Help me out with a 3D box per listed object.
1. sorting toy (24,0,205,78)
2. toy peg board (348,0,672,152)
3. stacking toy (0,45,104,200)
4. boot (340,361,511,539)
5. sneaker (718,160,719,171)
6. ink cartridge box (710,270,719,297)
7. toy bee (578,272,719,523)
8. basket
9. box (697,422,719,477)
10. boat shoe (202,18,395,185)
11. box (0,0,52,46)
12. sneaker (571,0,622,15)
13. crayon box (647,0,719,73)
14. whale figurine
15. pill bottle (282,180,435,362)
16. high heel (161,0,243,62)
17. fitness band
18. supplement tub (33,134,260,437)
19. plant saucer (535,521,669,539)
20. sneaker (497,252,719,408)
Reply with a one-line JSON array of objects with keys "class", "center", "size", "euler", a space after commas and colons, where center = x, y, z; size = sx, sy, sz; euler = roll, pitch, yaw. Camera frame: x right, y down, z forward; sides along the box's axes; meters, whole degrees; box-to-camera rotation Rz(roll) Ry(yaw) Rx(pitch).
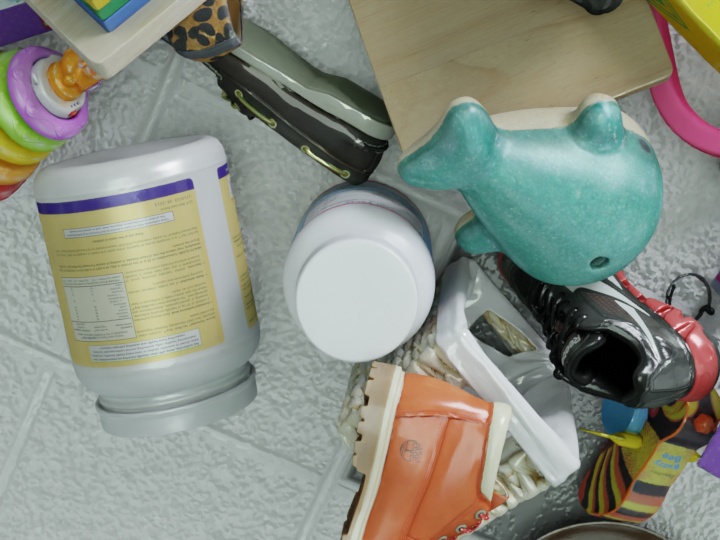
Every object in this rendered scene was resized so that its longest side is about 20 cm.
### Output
[{"class": "sorting toy", "center": [-0.163, -0.264, 0.888], "size": [0.200, 0.070, 0.199], "euler": [-41, 63, -10]}, {"class": "toy peg board", "center": [0.099, -0.193, 0.975], "size": [0.199, 0.098, 0.201], "euler": [-20, 85, 4]}, {"class": "stacking toy", "center": [-0.238, -0.123, 0.941], "size": [0.199, 0.116, 0.110], "euler": [-20, 100, 32]}, {"class": "boot", "center": [0.040, 0.166, 0.865], "size": [0.106, 0.075, 0.202], "euler": [11, 109, 2]}, {"class": "sneaker", "center": [0.323, -0.162, 0.985], "size": [0.200, 0.076, 0.115], "euler": [-44, 86, 6]}, {"class": "ink cartridge box", "center": [0.338, -0.052, 0.972], "size": [0.042, 0.119, 0.200], "euler": [37, 101, 3]}, {"class": "toy bee", "center": [0.231, 0.118, 1.008], "size": [0.130, 0.109, 0.202], "euler": [-6, 112, -14]}, {"class": "basket", "center": [0.072, 0.095, 0.974], "size": [0.123, 0.200, 0.136], "euler": [-39, 98, 15]}, {"class": "box", "center": [0.324, 0.097, 0.963], "size": [0.039, 0.200, 0.138], "euler": [29, 97, 33]}, {"class": "boat shoe", "center": [-0.068, -0.137, 0.986], "size": [0.200, 0.072, 0.061], "euler": [32, 116, 7]}, {"class": "box", "center": [-0.315, -0.213, 0.958], "size": [0.198, 0.039, 0.138], "euler": [-16, 61, 5]}, {"class": "sneaker", "center": [0.107, -0.234, 0.894], "size": [0.066, 0.091, 0.200], "euler": [-42, 59, -12]}, {"class": "crayon box", "center": [0.246, -0.228, 0.888], "size": [0.127, 0.051, 0.200], "euler": [-42, 83, 1]}, {"class": "whale figurine", "center": [0.122, -0.052, 0.894], "size": [0.199, 0.104, 0.159], "euler": [15, 135, -39]}, {"class": "pill bottle", "center": [0.000, 0.000, 0.950], "size": [0.108, 0.200, 0.110], "euler": [0, 102, 2]}, {"class": "high heel", "center": [-0.080, -0.238, 0.927], "size": [0.201, 0.142, 0.071], "euler": [-54, 137, -4]}, {"class": "fitness band", "center": [0.273, -0.181, 0.950], "size": [0.143, 0.037, 0.202], "euler": [-13, 82, 27]}, {"class": "supplement tub", "center": [-0.155, 0.009, 0.985], "size": [0.144, 0.145, 0.202], "euler": [-9, 101, 3]}, {"class": "plant saucer", "center": [0.198, 0.299, 1.094], "size": [0.198, 0.032, 0.202], "euler": [0, 101, 1]}, {"class": "sneaker", "center": [0.165, 0.035, 0.968], "size": [0.200, 0.097, 0.071], "euler": [40, 133, 33]}]
